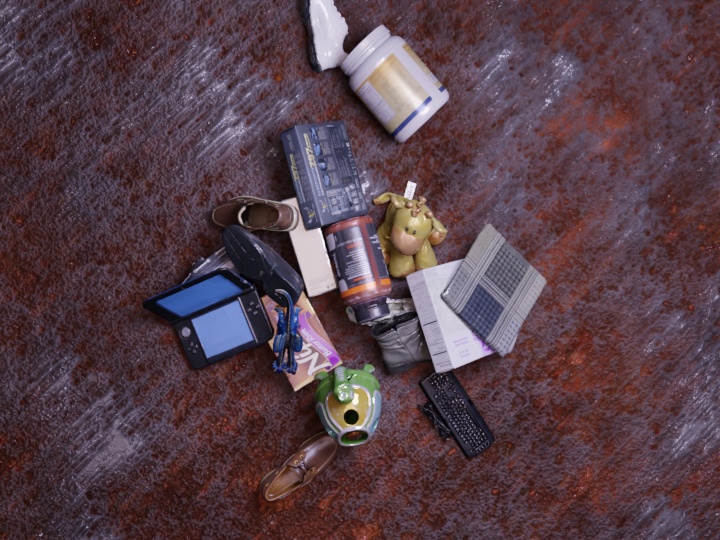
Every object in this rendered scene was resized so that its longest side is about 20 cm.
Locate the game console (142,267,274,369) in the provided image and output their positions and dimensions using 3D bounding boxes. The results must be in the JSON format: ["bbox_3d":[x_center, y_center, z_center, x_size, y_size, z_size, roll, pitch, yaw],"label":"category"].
[{"bbox_3d":[-0.297,0.098,1.642,0.197,0.118,0.173,-22,93,15],"label":"game console"}]

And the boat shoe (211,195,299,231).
[{"bbox_3d":[-0.221,-0.113,1.654,0.199,0.075,0.076,-1,89,28],"label":"boat shoe"}]

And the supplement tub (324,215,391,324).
[{"bbox_3d":[0.000,0.000,1.666,0.105,0.107,0.203,-15,83,-6],"label":"supplement tub"}]

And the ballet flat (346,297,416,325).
[{"bbox_3d":[0.069,0.093,1.737,0.196,0.072,0.073,1,91,-7],"label":"ballet flat"}]

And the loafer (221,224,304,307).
[{"bbox_3d":[-0.192,-0.015,1.651,0.073,0.072,0.200,-38,99,26],"label":"loafer"}]

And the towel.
[{"bbox_3d":[0.270,0.037,1.690,0.192,0.034,0.201,42,68,-15],"label":"towel"}]

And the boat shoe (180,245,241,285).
[{"bbox_3d":[-0.313,0.006,1.693,0.199,0.072,0.068,-35,70,6],"label":"boat shoe"}]

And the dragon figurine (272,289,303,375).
[{"bbox_3d":[-0.141,0.125,1.623,0.058,0.201,0.101,2,53,-7],"label":"dragon figurine"}]

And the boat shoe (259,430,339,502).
[{"bbox_3d":[-0.121,0.408,1.718,0.199,0.068,0.072,-38,94,-5],"label":"boat shoe"}]

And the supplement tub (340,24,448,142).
[{"bbox_3d":[0.067,-0.378,1.691,0.144,0.144,0.200,-42,94,-4],"label":"supplement tub"}]

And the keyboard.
[{"bbox_3d":[0.198,0.309,1.766,0.103,0.040,0.201,-35,93,-5],"label":"keyboard"}]

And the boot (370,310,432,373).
[{"bbox_3d":[0.124,0.130,1.708,0.197,0.068,0.132,-21,135,-5],"label":"boot"}]

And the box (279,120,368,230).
[{"bbox_3d":[-0.071,-0.194,1.679,0.050,0.157,0.203,-14,93,38],"label":"box"}]

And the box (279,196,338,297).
[{"bbox_3d":[-0.106,-0.052,1.708,0.067,0.082,0.203,-17,94,-5],"label":"box"}]

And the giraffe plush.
[{"bbox_3d":[0.103,-0.085,1.688,0.169,0.162,0.204,0,91,-6],"label":"giraffe plush"}]

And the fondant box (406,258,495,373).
[{"bbox_3d":[0.186,0.088,1.685,0.143,0.058,0.203,-13,84,-42],"label":"fondant box"}]

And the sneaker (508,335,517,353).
[{"bbox_3d":[0.284,0.070,1.759,0.097,0.071,0.204,6,84,-7],"label":"sneaker"}]

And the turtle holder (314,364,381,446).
[{"bbox_3d":[-0.016,0.264,1.664,0.139,0.186,0.133,6,53,-22],"label":"turtle holder"}]

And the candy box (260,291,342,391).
[{"bbox_3d":[-0.134,0.130,1.719,0.115,0.056,0.202,-28,92,-5],"label":"candy box"}]

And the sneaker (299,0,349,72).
[{"bbox_3d":[-0.073,-0.513,1.720,0.086,0.074,0.204,-11,99,-18],"label":"sneaker"}]
